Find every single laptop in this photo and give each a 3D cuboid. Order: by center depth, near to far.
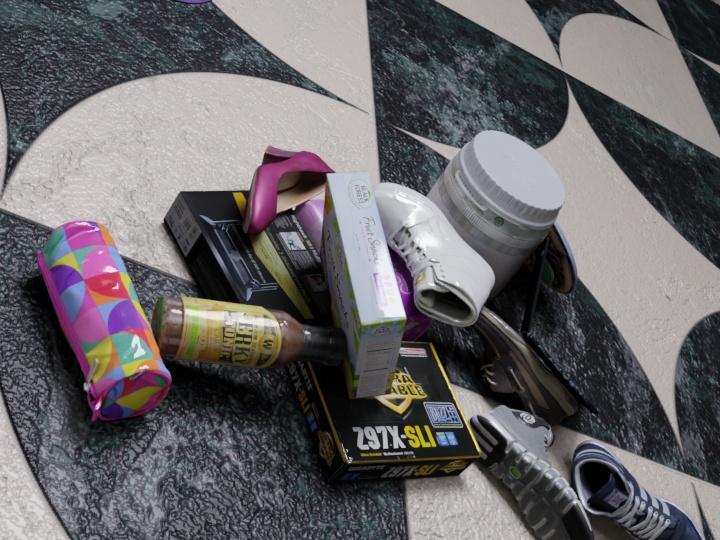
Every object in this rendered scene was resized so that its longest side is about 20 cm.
[{"bbox_3d":[0.266,0.072,1.359,0.200,0.103,0.177,49,3,6],"label":"laptop"}]

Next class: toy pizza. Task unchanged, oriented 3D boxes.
[{"bbox_3d":[0.244,-0.048,1.509,0.031,0.201,0.201,-30,68,-9],"label":"toy pizza"}]

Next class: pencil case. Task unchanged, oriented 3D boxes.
[{"bbox_3d":[-0.252,0.048,1.015,0.088,0.089,0.201,-1,51,-42],"label":"pencil case"}]

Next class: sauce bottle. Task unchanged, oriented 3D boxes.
[{"bbox_3d":[-0.112,0.066,1.070,0.197,0.065,0.065,7,46,-22],"label":"sauce bottle"}]

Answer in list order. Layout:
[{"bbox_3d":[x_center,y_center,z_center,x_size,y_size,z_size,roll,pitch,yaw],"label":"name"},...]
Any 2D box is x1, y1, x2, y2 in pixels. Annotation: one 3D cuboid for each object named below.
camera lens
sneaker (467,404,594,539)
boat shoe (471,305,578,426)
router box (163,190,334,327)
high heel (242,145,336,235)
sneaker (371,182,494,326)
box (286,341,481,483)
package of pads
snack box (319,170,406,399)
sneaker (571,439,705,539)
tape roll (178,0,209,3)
[{"bbox_3d":[0.159,-0.063,1.394,0.158,0.201,0.161,21,39,-18],"label":"camera lens"},{"bbox_3d":[0.221,0.235,1.247,0.200,0.075,0.115,50,35,15],"label":"sneaker"},{"bbox_3d":[0.189,0.124,1.322,0.200,0.073,0.074,47,2,-2],"label":"boat shoe"},{"bbox_3d":[-0.117,-0.004,1.213,0.156,0.052,0.201,-5,54,-45],"label":"router box"},{"bbox_3d":[-0.080,-0.091,1.226,0.095,0.068,0.201,16,34,-4],"label":"high heel"},{"bbox_3d":[0.075,-0.018,1.255,0.199,0.074,0.116,39,30,-4],"label":"sneaker"},{"bbox_3d":[0.025,0.155,1.178,0.198,0.049,0.161,6,49,-38],"label":"box"},{"bbox_3d":[0.000,0.000,1.296,0.120,0.076,0.201,-10,58,-43],"label":"package of pads"},{"bbox_3d":[-0.002,0.015,1.128,0.052,0.143,0.202,-5,53,-12],"label":"snack box"},{"bbox_3d":[0.332,0.290,1.260,0.200,0.070,0.108,42,10,14],"label":"sneaker"},{"bbox_3d":[-0.288,-0.496,1.576,0.198,0.066,0.202,25,39,-21],"label":"tape roll"}]
